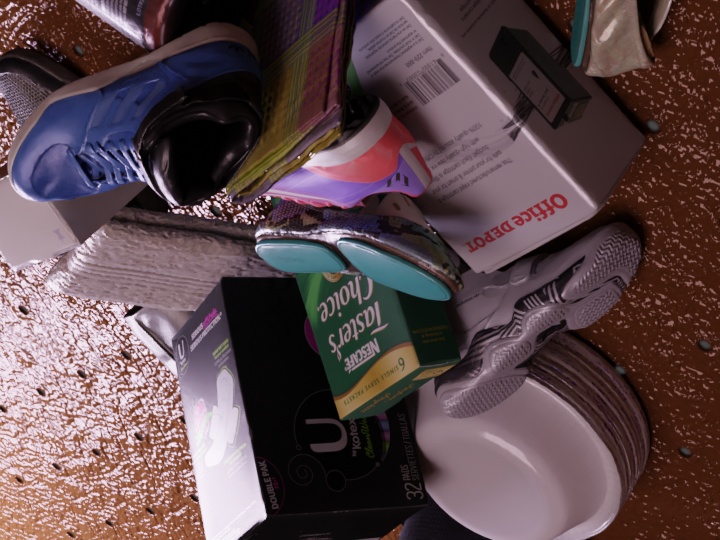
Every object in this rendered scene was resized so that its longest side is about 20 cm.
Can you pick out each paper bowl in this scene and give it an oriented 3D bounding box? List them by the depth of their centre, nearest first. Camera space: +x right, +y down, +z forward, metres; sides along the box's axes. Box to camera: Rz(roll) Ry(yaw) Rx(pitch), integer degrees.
[{"bbox_3d":[0.122,0.139,1.444,0.200,0.104,0.201,23,139,21],"label":"paper bowl"}]

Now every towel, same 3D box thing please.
[{"bbox_3d":[-0.040,-0.150,1.218,0.023,0.201,0.144,21,148,-25],"label":"towel"},{"bbox_3d":[-0.145,-0.007,1.487,0.199,0.035,0.133,9,151,-25],"label":"towel"}]

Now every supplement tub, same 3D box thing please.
[{"bbox_3d":[-0.176,-0.238,1.285,0.200,0.107,0.107,36,144,21],"label":"supplement tub"}]

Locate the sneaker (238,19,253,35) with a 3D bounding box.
[{"bbox_3d":[-0.077,-0.140,1.324,0.200,0.072,0.072,32,118,19],"label":"sneaker"}]

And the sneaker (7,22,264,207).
[{"bbox_3d":[-0.153,-0.081,1.215,0.199,0.111,0.077,-25,131,11],"label":"sneaker"}]

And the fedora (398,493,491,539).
[{"bbox_3d":[0.102,0.262,1.592,0.200,0.092,0.201,23,140,20],"label":"fedora"}]

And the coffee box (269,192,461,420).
[{"bbox_3d":[0.000,0.000,1.362,0.123,0.044,0.201,-36,67,51],"label":"coffee box"}]

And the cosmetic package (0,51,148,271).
[{"bbox_3d":[-0.199,-0.092,1.384,0.105,0.200,0.071,-18,113,47],"label":"cosmetic package"}]

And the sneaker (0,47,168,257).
[{"bbox_3d":[-0.253,-0.086,1.511,0.076,0.114,0.200,-12,119,43],"label":"sneaker"}]

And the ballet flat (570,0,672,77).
[{"bbox_3d":[0.166,-0.203,1.105,0.062,0.068,0.200,0,139,2],"label":"ballet flat"}]

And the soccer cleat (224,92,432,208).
[{"bbox_3d":[-0.029,-0.069,1.259,0.073,0.068,0.200,46,151,-21],"label":"soccer cleat"}]

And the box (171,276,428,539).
[{"bbox_3d":[-0.052,0.119,1.455,0.124,0.148,0.201,-45,52,53],"label":"box"}]

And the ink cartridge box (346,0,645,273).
[{"bbox_3d":[0.074,-0.111,1.239,0.200,0.084,0.146,47,144,-11],"label":"ink cartridge box"}]

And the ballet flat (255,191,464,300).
[{"bbox_3d":[0.004,-0.028,1.272,0.200,0.074,0.074,12,136,43],"label":"ballet flat"}]

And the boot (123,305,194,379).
[{"bbox_3d":[-0.143,0.109,1.655,0.200,0.073,0.182,40,129,-13],"label":"boot"}]

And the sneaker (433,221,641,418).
[{"bbox_3d":[0.110,0.009,1.333,0.200,0.075,0.115,-46,59,24],"label":"sneaker"}]
